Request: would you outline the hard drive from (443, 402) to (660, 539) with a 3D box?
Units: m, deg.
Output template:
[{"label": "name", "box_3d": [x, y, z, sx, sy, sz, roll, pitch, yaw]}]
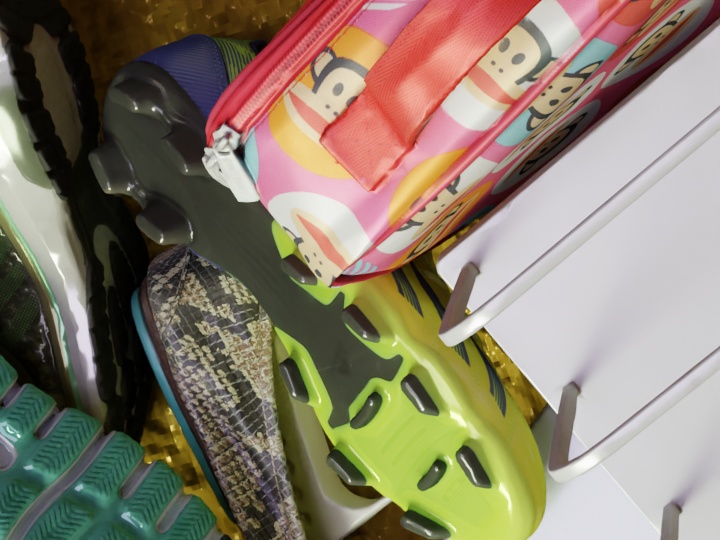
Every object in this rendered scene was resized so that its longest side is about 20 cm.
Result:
[{"label": "hard drive", "box_3d": [0.082, 0.117, 0.924, 0.132, 0.027, 0.200, 38, 102, 5]}]

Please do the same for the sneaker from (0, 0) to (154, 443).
[{"label": "sneaker", "box_3d": [-0.122, -0.004, 0.980, 0.088, 0.077, 0.201, -5, 115, 16]}]

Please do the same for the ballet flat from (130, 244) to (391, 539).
[{"label": "ballet flat", "box_3d": [-0.014, 0.083, 0.979, 0.075, 0.068, 0.201, -15, 93, 12]}]

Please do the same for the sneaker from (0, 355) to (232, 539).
[{"label": "sneaker", "box_3d": [-0.111, 0.079, 0.960, 0.200, 0.074, 0.088, 47, 154, -2]}]

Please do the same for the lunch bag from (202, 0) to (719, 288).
[{"label": "lunch bag", "box_3d": [0.050, -0.081, 0.840, 0.082, 0.176, 0.200, 48, 116, 4]}]

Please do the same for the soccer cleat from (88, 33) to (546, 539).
[{"label": "soccer cleat", "box_3d": [0.000, -0.001, 0.926, 0.200, 0.083, 0.065, 48, 138, 22]}]

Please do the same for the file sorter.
[{"label": "file sorter", "box_3d": [0.132, 0.040, 0.821, 0.139, 0.125, 0.200, -40, 96, 11]}]
